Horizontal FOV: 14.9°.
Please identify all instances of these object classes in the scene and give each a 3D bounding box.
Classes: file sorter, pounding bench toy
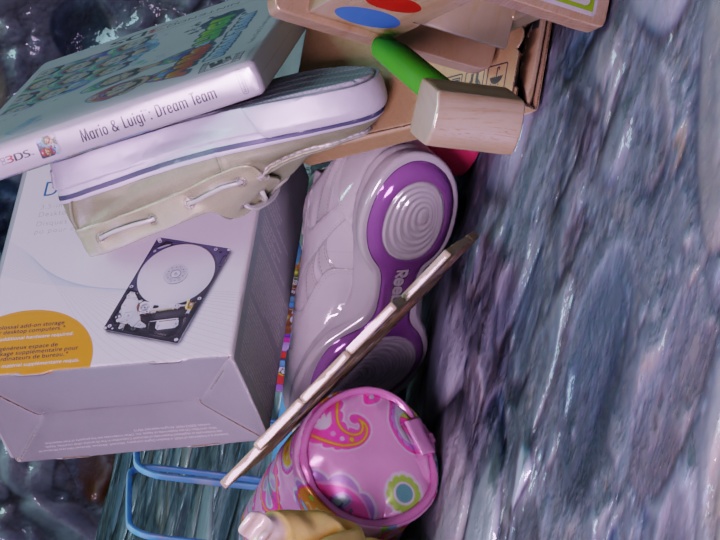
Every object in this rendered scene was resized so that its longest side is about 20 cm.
[{"bbox_3d":[-0.094,0.082,1.938,0.139,0.122,0.201,-102,19,-71],"label":"file sorter"},{"bbox_3d":[0.034,-0.144,1.345,0.156,0.123,0.202,163,119,-66],"label":"pounding bench toy"}]

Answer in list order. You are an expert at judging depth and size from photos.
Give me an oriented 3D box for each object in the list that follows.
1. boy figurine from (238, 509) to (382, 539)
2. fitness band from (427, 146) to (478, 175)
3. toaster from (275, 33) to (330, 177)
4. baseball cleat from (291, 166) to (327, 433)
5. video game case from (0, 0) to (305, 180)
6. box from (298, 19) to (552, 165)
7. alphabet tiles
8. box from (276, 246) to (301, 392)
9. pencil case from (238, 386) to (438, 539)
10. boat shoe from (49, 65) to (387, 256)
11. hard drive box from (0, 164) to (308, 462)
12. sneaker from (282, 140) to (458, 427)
[{"bbox_3d":[-0.014,0.167,1.380,0.064,0.124,0.200,-43,-2,12],"label":"boy figurine"},{"bbox_3d":[0.065,-0.153,1.570,0.144,0.037,0.201,-106,28,-67],"label":"fitness band"},{"bbox_3d":[-0.056,-0.100,1.902,0.114,0.199,0.130,41,-132,-55],"label":"toaster"},{"bbox_3d":[-0.001,0.039,1.685,0.106,0.069,0.202,43,-133,-69],"label":"baseball cleat"},{"bbox_3d":[-0.122,-0.109,1.563,0.200,0.181,0.024,-67,-42,-68],"label":"video game case"},{"bbox_3d":[0.037,-0.150,1.497,0.199,0.021,0.165,-10,65,52],"label":"box"},{"bbox_3d":[-0.004,0.044,1.443,0.166,0.006,0.200,-47,-3,9],"label":"alphabet tiles"},{"bbox_3d":[-0.119,0.005,2.000,0.039,0.198,0.138,-112,34,-69],"label":"box"},{"bbox_3d":[-0.015,0.133,1.540,0.200,0.087,0.088,117,163,-64],"label":"pencil case"},{"bbox_3d":[-0.073,-0.060,1.503,0.072,0.199,0.062,-48,-59,-65],"label":"boat shoe"},{"bbox_3d":[-0.122,0.003,1.573,0.077,0.155,0.201,69,-160,-45],"label":"hard drive box"},{"bbox_3d":[0.000,0.000,1.580,0.100,0.074,0.201,58,136,48],"label":"sneaker"}]
